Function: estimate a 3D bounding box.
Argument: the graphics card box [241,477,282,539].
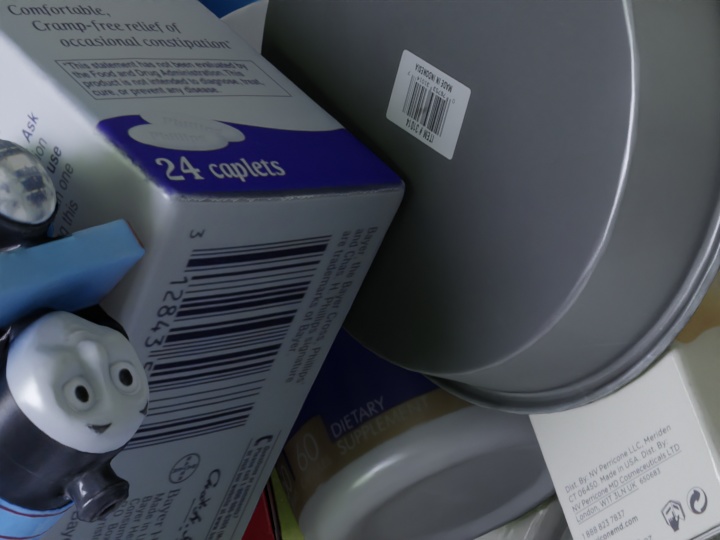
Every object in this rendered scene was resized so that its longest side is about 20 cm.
[{"bbox_3d":[-0.101,0.065,0.864,0.200,0.051,0.126,-21,80,63],"label":"graphics card box"}]

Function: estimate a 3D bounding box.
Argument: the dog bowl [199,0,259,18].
[{"bbox_3d":[-0.078,-0.081,0.910,0.050,0.111,0.200,20,124,44],"label":"dog bowl"}]

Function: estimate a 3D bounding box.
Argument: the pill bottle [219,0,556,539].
[{"bbox_3d":[0.000,0.000,0.830,0.116,0.116,0.200,-49,56,44],"label":"pill bottle"}]

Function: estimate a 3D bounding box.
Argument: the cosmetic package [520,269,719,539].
[{"bbox_3d":[0.097,-0.007,0.710,0.071,0.105,0.200,-39,65,46],"label":"cosmetic package"}]

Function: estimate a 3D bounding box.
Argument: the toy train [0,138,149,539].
[{"bbox_3d":[-0.131,0.050,0.624,0.200,0.087,0.114,-44,77,34],"label":"toy train"}]

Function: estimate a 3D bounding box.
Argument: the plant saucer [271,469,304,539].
[{"bbox_3d":[-0.079,0.108,0.960,0.200,0.031,0.200,-5,78,26],"label":"plant saucer"}]

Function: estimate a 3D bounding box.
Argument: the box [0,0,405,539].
[{"bbox_3d":[-0.112,-0.008,0.722,0.200,0.105,0.184,43,122,31],"label":"box"}]

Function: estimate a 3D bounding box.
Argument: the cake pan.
[{"bbox_3d":[0.034,-0.054,0.674,0.200,0.037,0.200,6,97,51],"label":"cake pan"}]
